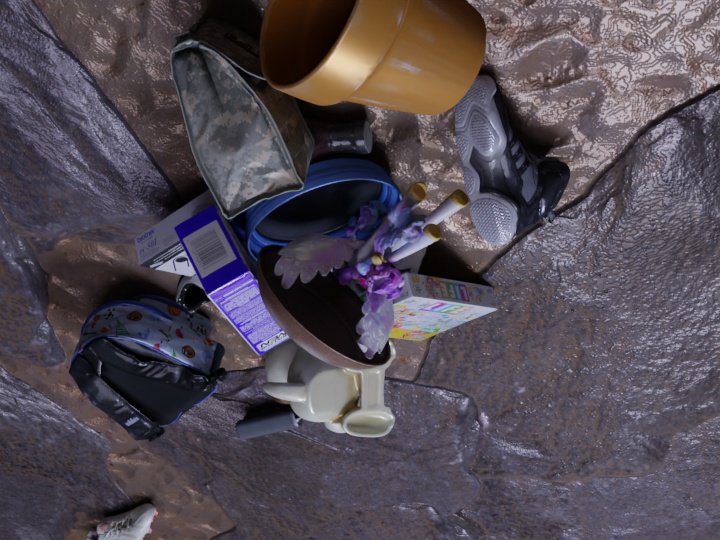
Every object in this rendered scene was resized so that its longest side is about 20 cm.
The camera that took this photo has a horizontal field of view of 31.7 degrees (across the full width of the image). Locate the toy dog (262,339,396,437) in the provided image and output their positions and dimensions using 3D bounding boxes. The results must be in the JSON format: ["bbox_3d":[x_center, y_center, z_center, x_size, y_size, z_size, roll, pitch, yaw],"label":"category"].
[{"bbox_3d":[-0.063,0.155,1.781,0.194,0.200,0.140,-14,105,-24],"label":"toy dog"}]

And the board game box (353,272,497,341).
[{"bbox_3d":[0.070,0.050,1.662,0.134,0.034,0.200,-25,159,33],"label":"board game box"}]

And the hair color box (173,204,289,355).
[{"bbox_3d":[-0.152,0.015,1.575,0.065,0.109,0.200,-29,152,-1],"label":"hair color box"}]

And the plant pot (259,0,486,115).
[{"bbox_3d":[0.024,-0.250,1.320,0.183,0.200,0.200,19,140,-31],"label":"plant pot"}]

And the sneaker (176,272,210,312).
[{"bbox_3d":[-0.171,-0.002,1.701,0.200,0.080,0.074,-29,122,34],"label":"sneaker"}]

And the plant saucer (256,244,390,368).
[{"bbox_3d":[-0.051,0.051,1.501,0.200,0.200,0.037,34,111,-23],"label":"plant saucer"}]

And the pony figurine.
[{"bbox_3d":[0.018,-0.016,1.491,0.167,0.193,0.200,47,124,-5],"label":"pony figurine"}]

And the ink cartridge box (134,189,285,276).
[{"bbox_3d":[-0.188,-0.057,1.614,0.200,0.044,0.094,-29,154,33],"label":"ink cartridge box"}]

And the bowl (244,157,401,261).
[{"bbox_3d":[-0.048,-0.070,1.565,0.200,0.039,0.201,-16,154,-8],"label":"bowl"}]

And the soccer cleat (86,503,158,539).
[{"bbox_3d":[-0.430,0.467,2.276,0.078,0.069,0.200,31,137,-16],"label":"soccer cleat"}]

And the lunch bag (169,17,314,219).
[{"bbox_3d":[-0.136,-0.184,1.397,0.117,0.164,0.200,-22,107,9],"label":"lunch bag"}]

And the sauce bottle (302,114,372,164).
[{"bbox_3d":[-0.086,-0.155,1.528,0.200,0.066,0.066,-4,136,13],"label":"sauce bottle"}]

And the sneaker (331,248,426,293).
[{"bbox_3d":[0.000,0.000,1.666,0.200,0.080,0.070,-24,129,34],"label":"sneaker"}]

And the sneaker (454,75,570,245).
[{"bbox_3d":[0.179,-0.137,1.484,0.114,0.075,0.200,-18,108,-27],"label":"sneaker"}]

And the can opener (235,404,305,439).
[{"bbox_3d":[-0.108,0.207,1.948,0.200,0.053,0.067,-16,99,28],"label":"can opener"}]

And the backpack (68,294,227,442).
[{"bbox_3d":[-0.310,0.122,1.812,0.190,0.154,0.200,27,130,-29],"label":"backpack"}]
